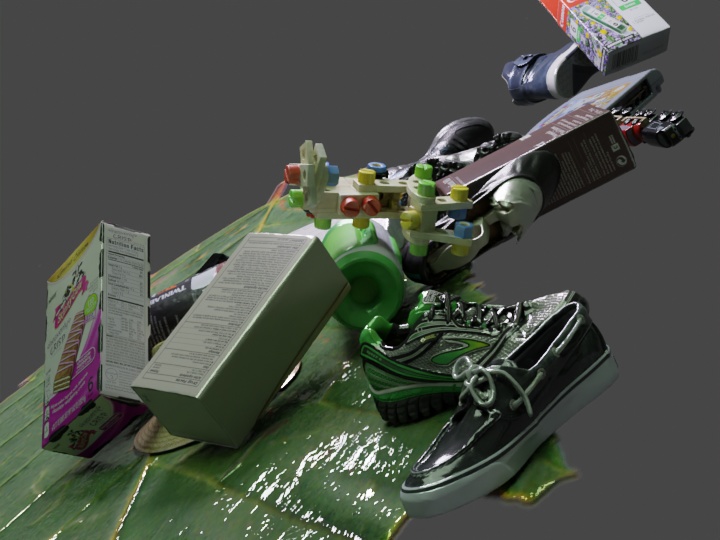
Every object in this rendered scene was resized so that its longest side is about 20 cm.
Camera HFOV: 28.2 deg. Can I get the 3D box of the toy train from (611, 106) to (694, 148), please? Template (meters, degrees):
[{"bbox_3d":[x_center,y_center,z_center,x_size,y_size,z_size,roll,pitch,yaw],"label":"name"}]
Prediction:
[{"bbox_3d":[0.314,-0.158,1.610,0.046,0.034,0.200,-40,14,-5],"label":"toy train"}]

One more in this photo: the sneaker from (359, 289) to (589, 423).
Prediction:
[{"bbox_3d":[0.081,0.053,1.093,0.199,0.086,0.078,-19,14,28],"label":"sneaker"}]

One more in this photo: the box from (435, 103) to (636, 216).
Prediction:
[{"bbox_3d":[0.186,-0.103,1.554,0.199,0.075,0.100,-29,12,0],"label":"box"}]

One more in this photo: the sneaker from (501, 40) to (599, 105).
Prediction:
[{"bbox_3d":[0.304,-0.315,2.168,0.202,0.077,0.146,-36,18,-33],"label":"sneaker"}]

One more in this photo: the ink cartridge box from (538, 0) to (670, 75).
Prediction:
[{"bbox_3d":[0.351,-0.378,2.094,0.108,0.051,0.201,-23,54,-15],"label":"ink cartridge box"}]

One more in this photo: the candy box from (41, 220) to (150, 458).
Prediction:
[{"bbox_3d":[-0.270,0.071,1.465,0.136,0.061,0.202,-40,44,42],"label":"candy box"}]

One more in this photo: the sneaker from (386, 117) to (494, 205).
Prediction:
[{"bbox_3d":[0.110,-0.128,1.863,0.199,0.074,0.082,-38,32,-22],"label":"sneaker"}]

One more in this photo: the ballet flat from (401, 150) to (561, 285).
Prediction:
[{"bbox_3d":[0.133,-0.046,1.465,0.199,0.068,0.068,-38,22,-1],"label":"ballet flat"}]

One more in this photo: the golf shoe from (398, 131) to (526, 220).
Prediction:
[{"bbox_3d":[0.137,-0.111,1.726,0.199,0.079,0.094,-15,-1,37],"label":"golf shoe"}]

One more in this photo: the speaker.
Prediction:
[{"bbox_3d":[0.000,0.000,1.481,0.088,0.089,0.200,-26,13,4],"label":"speaker"}]

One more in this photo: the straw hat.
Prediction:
[{"bbox_3d":[-0.164,0.097,1.429,0.199,0.086,0.201,-25,12,6],"label":"straw hat"}]

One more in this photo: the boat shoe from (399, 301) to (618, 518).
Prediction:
[{"bbox_3d":[0.094,0.088,0.957,0.199,0.069,0.073,-33,13,-26],"label":"boat shoe"}]

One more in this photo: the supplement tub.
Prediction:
[{"bbox_3d":[-0.203,0.073,1.557,0.198,0.108,0.107,-24,12,10],"label":"supplement tub"}]

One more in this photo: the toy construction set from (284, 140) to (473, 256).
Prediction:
[{"bbox_3d":[0.007,-0.068,1.403,0.198,0.093,0.131,14,17,-24],"label":"toy construction set"}]

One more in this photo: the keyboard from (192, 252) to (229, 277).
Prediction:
[{"bbox_3d":[-0.210,0.066,1.673,0.200,0.040,0.104,-48,34,-5],"label":"keyboard"}]

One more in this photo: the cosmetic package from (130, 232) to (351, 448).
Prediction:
[{"bbox_3d":[-0.108,0.060,1.326,0.103,0.073,0.201,5,50,45],"label":"cosmetic package"}]

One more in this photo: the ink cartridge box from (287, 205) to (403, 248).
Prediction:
[{"bbox_3d":[-0.029,0.000,1.691,0.160,0.050,0.201,-22,31,20],"label":"ink cartridge box"}]

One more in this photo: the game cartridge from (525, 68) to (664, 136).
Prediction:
[{"bbox_3d":[0.284,-0.191,1.798,0.132,0.042,0.200,-10,20,42],"label":"game cartridge"}]
